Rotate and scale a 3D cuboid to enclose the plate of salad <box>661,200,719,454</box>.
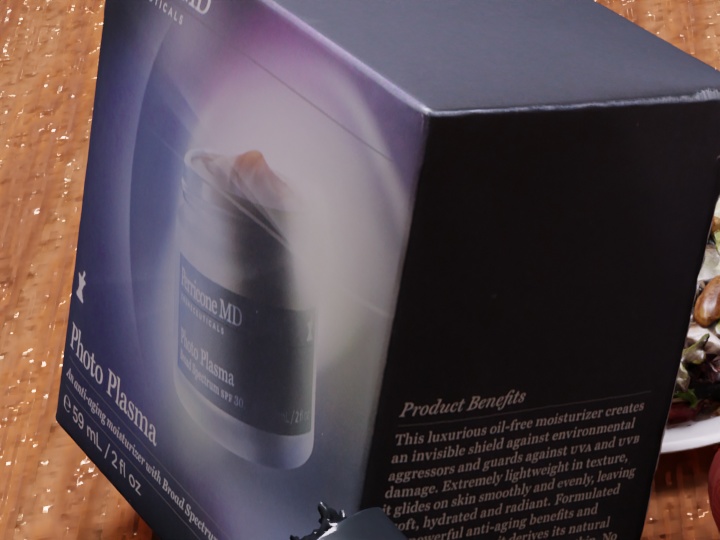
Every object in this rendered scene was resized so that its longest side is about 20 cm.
[{"bbox_3d":[0.109,-0.006,0.897,0.199,0.048,0.200,-10,35,7],"label":"plate of salad"}]

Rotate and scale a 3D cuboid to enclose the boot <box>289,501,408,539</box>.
[{"bbox_3d":[0.051,0.150,0.548,0.076,0.200,0.168,-40,56,-18],"label":"boot"}]

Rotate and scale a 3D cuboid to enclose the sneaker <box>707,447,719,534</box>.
[{"bbox_3d":[0.203,0.044,0.787,0.199,0.079,0.116,-4,27,-5],"label":"sneaker"}]

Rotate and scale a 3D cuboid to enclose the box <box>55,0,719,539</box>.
[{"bbox_3d":[0.000,0.000,0.775,0.123,0.199,0.200,-5,26,-32],"label":"box"}]
